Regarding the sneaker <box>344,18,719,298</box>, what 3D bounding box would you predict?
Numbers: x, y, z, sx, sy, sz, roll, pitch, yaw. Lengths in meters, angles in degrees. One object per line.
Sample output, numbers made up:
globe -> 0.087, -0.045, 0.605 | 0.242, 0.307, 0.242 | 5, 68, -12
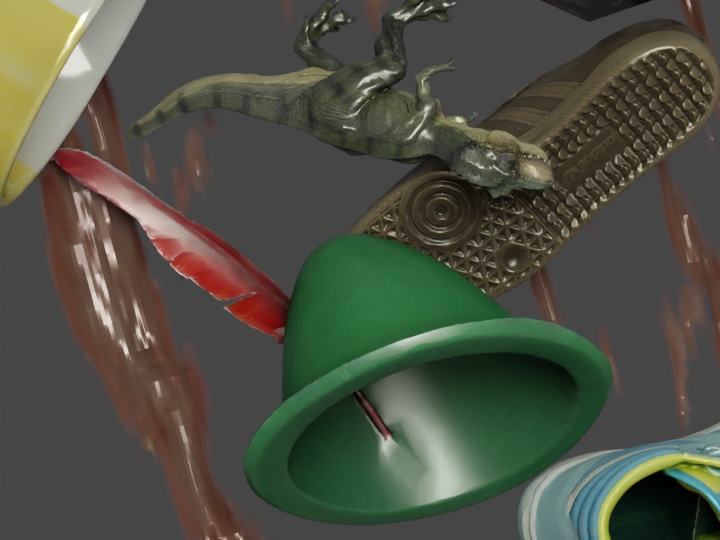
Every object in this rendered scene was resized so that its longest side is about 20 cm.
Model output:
sneaker -> 0.080, -0.047, 1.156 | 0.200, 0.076, 0.071 | -31, 106, 10

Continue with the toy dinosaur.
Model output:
toy dinosaur -> -0.004, -0.086, 1.118 | 0.200, 0.047, 0.088 | 10, 62, 21

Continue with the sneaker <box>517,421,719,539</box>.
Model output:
sneaker -> 0.183, 0.105, 1.136 | 0.200, 0.131, 0.080 | -16, 90, -13

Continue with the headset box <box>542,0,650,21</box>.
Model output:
headset box -> 0.078, -0.180, 1.085 | 0.149, 0.200, 0.077 | 22, 84, -10

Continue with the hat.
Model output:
hat -> 0.000, 0.000, 1.127 | 0.166, 0.200, 0.176 | -36, 56, 26

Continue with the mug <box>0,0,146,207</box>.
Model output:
mug -> -0.185, -0.121, 1.047 | 0.153, 0.187, 0.150 | 32, 122, -2
